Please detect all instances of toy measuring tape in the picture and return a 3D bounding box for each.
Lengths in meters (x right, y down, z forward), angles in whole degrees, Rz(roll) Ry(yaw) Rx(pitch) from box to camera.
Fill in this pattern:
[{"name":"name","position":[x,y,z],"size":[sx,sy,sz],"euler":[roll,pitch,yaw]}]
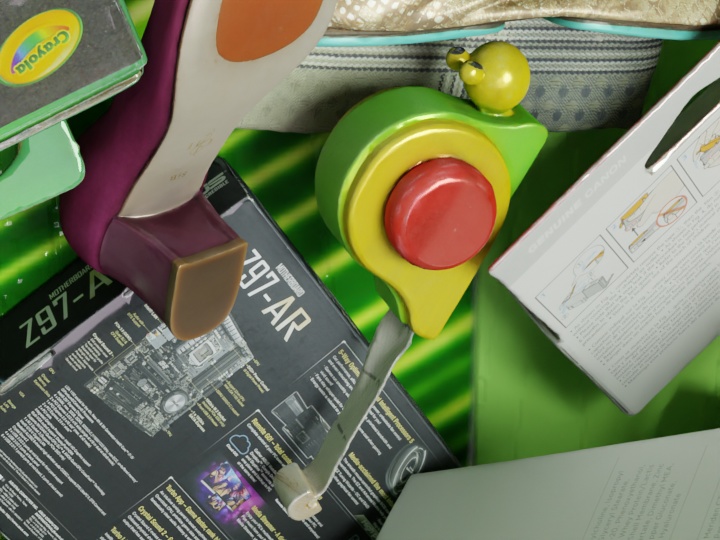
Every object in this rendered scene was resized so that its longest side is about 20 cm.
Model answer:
[{"name":"toy measuring tape","position":[0.000,0.000,0.726],"size":[0.073,0.074,0.201],"euler":[22,107,-29]}]

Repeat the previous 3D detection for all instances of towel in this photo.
[{"name":"towel","position":[0.040,-0.143,0.735],"size":[0.199,0.035,0.194],"euler":[-1,119,-23]}]

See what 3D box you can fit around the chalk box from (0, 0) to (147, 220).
[{"name":"chalk box","position":[-0.154,-0.104,0.620],"size":[0.124,0.124,0.201],"euler":[-25,124,-8]}]

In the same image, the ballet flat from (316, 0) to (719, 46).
[{"name":"ballet flat","position":[0.059,-0.116,0.699],"size":[0.199,0.070,0.066],"euler":[-5,110,-24]}]

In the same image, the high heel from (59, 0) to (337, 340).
[{"name":"high heel","position":[-0.067,-0.078,0.662],"size":[0.067,0.096,0.201],"euler":[-13,134,-41]}]

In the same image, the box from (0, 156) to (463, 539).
[{"name":"box","position":[-0.061,0.076,0.797],"size":[0.160,0.044,0.200],"euler":[-38,123,1]}]

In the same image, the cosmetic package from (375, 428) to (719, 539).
[{"name":"cosmetic package","position":[0.122,0.176,0.750],"size":[0.199,0.123,0.200],"euler":[-14,123,39]}]

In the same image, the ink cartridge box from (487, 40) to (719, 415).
[{"name":"ink cartridge box","position":[0.142,-0.048,0.776],"size":[0.200,0.045,0.176],"euler":[-44,145,4]}]
